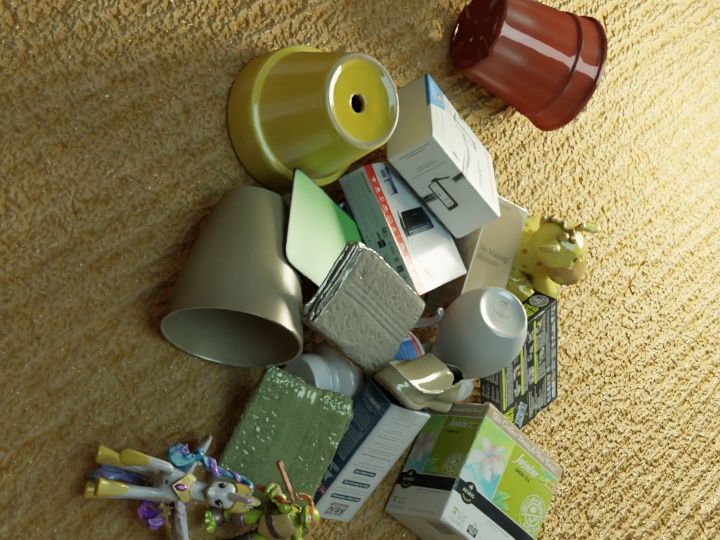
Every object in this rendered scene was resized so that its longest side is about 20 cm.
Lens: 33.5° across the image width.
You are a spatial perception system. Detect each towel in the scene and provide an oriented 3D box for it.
[{"bbox_3d":[0.006,0.054,1.593,0.133,0.034,0.200,-56,139,-10],"label":"towel"},{"bbox_3d":[-0.107,0.238,1.606,0.147,0.036,0.202,23,96,-11],"label":"towel"}]

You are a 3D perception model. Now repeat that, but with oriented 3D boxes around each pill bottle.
[{"bbox_3d":[-0.009,0.149,1.711,0.198,0.112,0.114,-8,92,-38],"label":"pill bottle"}]

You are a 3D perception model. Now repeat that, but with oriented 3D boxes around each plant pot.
[{"bbox_3d":[0.261,-0.355,1.933,0.193,0.200,0.203,20,74,-28],"label":"plant pot"},{"bbox_3d":[-0.155,-0.002,1.575,0.186,0.186,0.203,26,58,-35],"label":"plant pot"},{"bbox_3d":[-0.055,-0.219,1.651,0.199,0.188,0.204,3,85,-38],"label":"plant pot"}]

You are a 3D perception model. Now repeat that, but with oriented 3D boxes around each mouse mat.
[{"bbox_3d":[-0.038,-0.029,1.627,0.200,0.007,0.163,44,38,-40],"label":"mouse mat"}]

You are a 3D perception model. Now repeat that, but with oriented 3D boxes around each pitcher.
[{"bbox_3d":[0.141,0.097,1.767,0.170,0.200,0.122,25,53,-12],"label":"pitcher"}]

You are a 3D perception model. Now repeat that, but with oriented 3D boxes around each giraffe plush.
[{"bbox_3d":[0.308,-0.032,1.952,0.200,0.161,0.173,48,60,-27],"label":"giraffe plush"}]

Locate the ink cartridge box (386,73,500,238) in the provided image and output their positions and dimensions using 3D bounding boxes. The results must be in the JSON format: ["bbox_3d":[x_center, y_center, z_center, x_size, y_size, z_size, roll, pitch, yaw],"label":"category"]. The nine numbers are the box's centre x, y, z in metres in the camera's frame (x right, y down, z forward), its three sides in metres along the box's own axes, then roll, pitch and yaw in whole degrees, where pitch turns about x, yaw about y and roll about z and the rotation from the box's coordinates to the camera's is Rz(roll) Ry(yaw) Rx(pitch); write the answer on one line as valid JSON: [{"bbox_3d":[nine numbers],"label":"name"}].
[{"bbox_3d":[0.123,-0.170,1.796,0.200,0.084,0.147,44,30,-38],"label":"ink cartridge box"}]

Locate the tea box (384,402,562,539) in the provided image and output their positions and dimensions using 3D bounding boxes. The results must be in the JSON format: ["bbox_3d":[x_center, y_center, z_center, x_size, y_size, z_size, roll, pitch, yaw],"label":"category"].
[{"bbox_3d":[0.177,0.337,1.836,0.200,0.133,0.198,41,62,-30],"label":"tea box"}]

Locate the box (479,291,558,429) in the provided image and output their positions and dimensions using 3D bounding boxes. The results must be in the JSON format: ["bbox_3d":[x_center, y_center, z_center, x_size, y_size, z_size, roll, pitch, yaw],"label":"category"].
[{"bbox_3d":[0.257,0.157,1.926,0.160,0.044,0.202,-33,131,-36],"label":"box"}]

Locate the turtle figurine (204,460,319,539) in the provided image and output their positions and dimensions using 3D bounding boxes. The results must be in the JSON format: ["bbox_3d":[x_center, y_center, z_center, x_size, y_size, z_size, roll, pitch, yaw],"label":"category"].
[{"bbox_3d":[-0.120,0.324,1.565,0.065,0.159,0.202,-80,153,-53],"label":"turtle figurine"}]

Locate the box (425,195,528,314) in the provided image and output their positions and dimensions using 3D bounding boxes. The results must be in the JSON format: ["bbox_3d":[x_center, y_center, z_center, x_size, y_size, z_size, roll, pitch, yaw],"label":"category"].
[{"bbox_3d":[0.183,-0.017,1.882,0.094,0.077,0.203,20,84,-37],"label":"box"}]

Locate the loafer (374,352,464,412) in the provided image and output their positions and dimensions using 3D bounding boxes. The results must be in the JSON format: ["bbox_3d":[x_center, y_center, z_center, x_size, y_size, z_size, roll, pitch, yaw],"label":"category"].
[{"bbox_3d":[0.084,0.148,1.649,0.069,0.075,0.199,-55,154,8],"label":"loafer"}]

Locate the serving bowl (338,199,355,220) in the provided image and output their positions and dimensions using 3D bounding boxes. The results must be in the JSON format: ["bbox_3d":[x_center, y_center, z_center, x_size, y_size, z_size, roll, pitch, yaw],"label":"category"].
[{"bbox_3d":[0.000,0.000,1.742,0.199,0.065,0.202,32,46,-40],"label":"serving bowl"}]

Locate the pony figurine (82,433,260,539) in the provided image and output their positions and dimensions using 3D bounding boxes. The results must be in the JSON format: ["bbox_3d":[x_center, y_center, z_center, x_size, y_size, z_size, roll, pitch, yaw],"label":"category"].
[{"bbox_3d":[-0.238,0.272,1.484,0.198,0.193,0.169,15,74,-18],"label":"pony figurine"}]

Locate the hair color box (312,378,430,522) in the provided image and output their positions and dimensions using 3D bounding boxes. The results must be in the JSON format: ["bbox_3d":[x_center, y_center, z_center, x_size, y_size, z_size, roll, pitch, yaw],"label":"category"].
[{"bbox_3d":[-0.002,0.253,1.665,0.100,0.061,0.201,23,107,-49],"label":"hair color box"}]

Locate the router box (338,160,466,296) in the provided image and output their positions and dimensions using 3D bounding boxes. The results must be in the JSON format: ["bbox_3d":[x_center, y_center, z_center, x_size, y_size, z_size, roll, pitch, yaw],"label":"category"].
[{"bbox_3d":[0.065,-0.064,1.762,0.179,0.048,0.202,-22,87,-60],"label":"router box"}]
